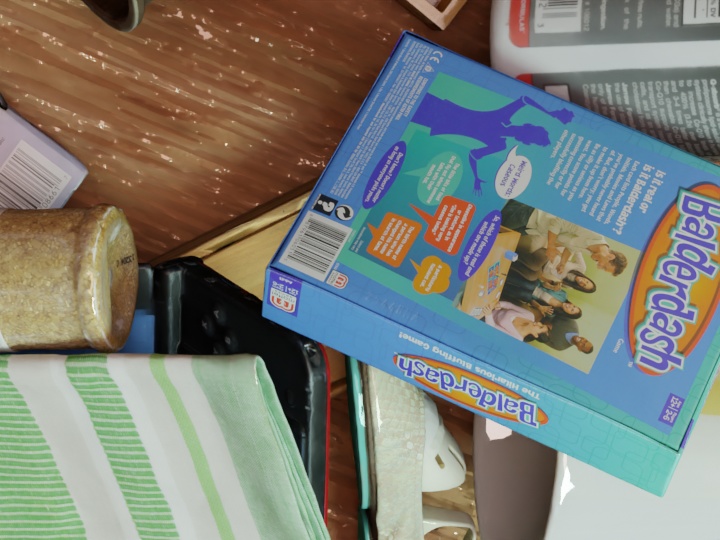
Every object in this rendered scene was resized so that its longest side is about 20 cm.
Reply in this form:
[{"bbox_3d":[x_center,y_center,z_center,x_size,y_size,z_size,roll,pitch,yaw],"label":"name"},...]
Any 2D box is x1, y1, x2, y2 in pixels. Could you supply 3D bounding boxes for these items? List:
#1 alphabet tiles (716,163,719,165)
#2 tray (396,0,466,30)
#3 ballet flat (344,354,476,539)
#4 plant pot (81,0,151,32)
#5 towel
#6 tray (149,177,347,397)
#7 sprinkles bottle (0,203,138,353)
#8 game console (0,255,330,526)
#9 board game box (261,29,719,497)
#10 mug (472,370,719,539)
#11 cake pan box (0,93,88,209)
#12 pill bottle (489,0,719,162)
[{"bbox_3d":[0.160,-0.093,1.299,0.165,0.006,0.201,24,91,-11],"label":"alphabet tiles"},{"bbox_3d":[0.062,-0.230,1.256,0.098,0.037,0.200,38,89,-11],"label":"tray"},{"bbox_3d":[0.026,0.112,1.246,0.062,0.068,0.201,-5,123,-4],"label":"ballet flat"},{"bbox_3d":[-0.083,-0.249,1.163,0.198,0.200,0.201,-35,99,-12],"label":"plant pot"},{"bbox_3d":[-0.116,0.098,1.145,0.199,0.023,0.153,0,130,24],"label":"towel"},{"bbox_3d":[0.000,0.000,1.261,0.199,0.037,0.099,-27,99,-4],"label":"tray"},{"bbox_3d":[-0.203,0.005,1.139,0.198,0.068,0.069,-1,96,12],"label":"sprinkles bottle"},{"bbox_3d":[-0.108,0.106,1.193,0.118,0.172,0.201,-16,121,-34],"label":"game console"},{"bbox_3d":[0.076,-0.006,1.135,0.199,0.045,0.153,24,58,10],"label":"board game box"},{"bbox_3d":[0.149,0.069,1.203,0.152,0.150,0.188,4,125,-12],"label":"mug"},{"bbox_3d":[-0.257,-0.031,1.217,0.184,0.052,0.201,35,89,-12],"label":"cake pan box"},{"bbox_3d":[0.171,-0.109,1.197,0.198,0.116,0.117,0,96,23],"label":"pill bottle"}]
